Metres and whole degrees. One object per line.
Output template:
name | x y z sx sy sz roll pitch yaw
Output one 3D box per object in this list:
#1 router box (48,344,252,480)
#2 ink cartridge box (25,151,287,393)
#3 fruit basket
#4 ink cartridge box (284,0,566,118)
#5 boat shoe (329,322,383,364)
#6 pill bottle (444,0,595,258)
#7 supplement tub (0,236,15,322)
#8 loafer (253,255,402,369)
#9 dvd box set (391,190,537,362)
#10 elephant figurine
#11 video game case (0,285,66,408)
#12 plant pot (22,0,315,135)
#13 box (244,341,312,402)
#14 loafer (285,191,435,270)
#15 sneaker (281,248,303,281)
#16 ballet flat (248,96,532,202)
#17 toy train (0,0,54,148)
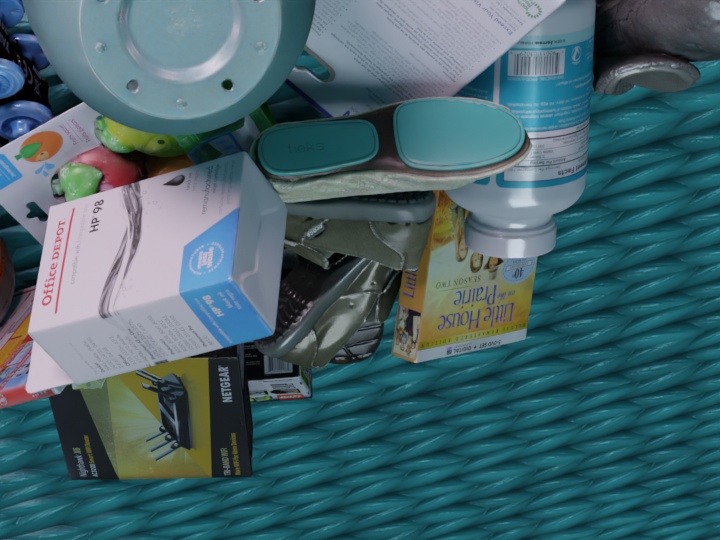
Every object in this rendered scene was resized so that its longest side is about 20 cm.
router box | -0.170 0.102 1.879 0.157 0.052 0.200 -1 147 1
ink cartridge box | -0.156 0.004 1.589 0.199 0.116 0.067 -15 138 22
fruit basket | -0.155 -0.077 1.654 0.200 0.094 0.185 -34 151 0
ink cartridge box | 0.009 -0.200 1.598 0.199 0.041 0.200 40 124 -18
boat shoe | -0.008 -0.019 1.914 0.075 0.074 0.200 6 122 -14
pill bottle | 0.114 -0.114 1.703 0.110 0.111 0.201 -4 111 -16
supplement tub | -0.336 -0.024 1.712 0.122 0.123 0.200 -15 155 1
loafer | 0.000 0.000 1.838 0.200 0.075 0.070 -45 128 6
dvd box set | 0.092 -0.034 1.820 0.146 0.029 0.201 -8 111 -48
elephant figurine | 0.220 -0.181 1.718 0.200 0.142 0.155 -18 123 33
video game case | -0.249 0.054 1.733 0.200 0.143 0.017 -16 120 47
plant pot | -0.119 -0.177 1.467 0.200 0.161 0.201 -2 109 -7
box | -0.146 0.092 1.977 0.199 0.035 0.110 -4 167 3
loafer | -0.038 -0.032 1.758 0.199 0.070 0.075 6 -159 26
sneaker | -0.132 0.014 1.880 0.115 0.076 0.200 -26 168 23
ballet flat | 0.020 -0.082 1.623 0.199 0.068 0.062 -3 156 2
toy train | -0.288 -0.149 1.602 0.114 0.087 0.200 -11 151 12
